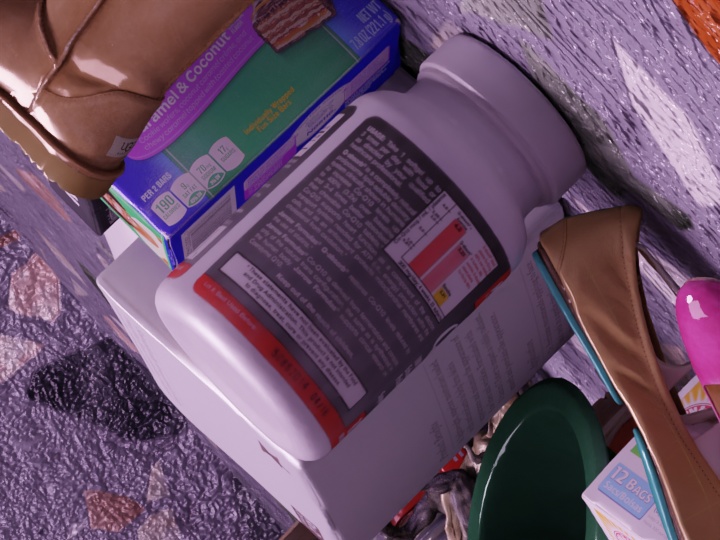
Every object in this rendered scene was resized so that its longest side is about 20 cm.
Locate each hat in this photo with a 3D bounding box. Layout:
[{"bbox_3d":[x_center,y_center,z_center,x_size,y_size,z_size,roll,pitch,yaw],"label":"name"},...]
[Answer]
[{"bbox_3d":[0.168,0.160,1.650,0.200,0.176,0.166,123,146,-48],"label":"hat"}]

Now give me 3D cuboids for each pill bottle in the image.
[{"bbox_3d":[0.008,-0.014,1.420,0.116,0.200,0.116,45,170,10],"label":"pill bottle"}]

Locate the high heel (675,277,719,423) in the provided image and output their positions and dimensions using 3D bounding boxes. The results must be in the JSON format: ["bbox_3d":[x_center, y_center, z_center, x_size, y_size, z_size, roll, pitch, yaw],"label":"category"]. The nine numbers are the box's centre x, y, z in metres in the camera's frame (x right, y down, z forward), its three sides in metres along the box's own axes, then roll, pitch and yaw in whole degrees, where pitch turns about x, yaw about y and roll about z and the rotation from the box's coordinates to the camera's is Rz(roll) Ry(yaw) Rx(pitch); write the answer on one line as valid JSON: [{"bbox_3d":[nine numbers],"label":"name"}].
[{"bbox_3d":[0.187,0.090,1.357,0.067,0.096,0.200,6,147,36],"label":"high heel"}]

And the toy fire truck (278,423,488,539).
[{"bbox_3d":[0.046,0.173,1.973,0.176,0.200,0.129,50,172,14],"label":"toy fire truck"}]

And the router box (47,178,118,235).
[{"bbox_3d":[-0.124,-0.109,1.738,0.051,0.149,0.200,45,171,9],"label":"router box"}]

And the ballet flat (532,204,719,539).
[{"bbox_3d":[0.149,0.061,1.404,0.200,0.063,0.069,65,-174,0],"label":"ballet flat"}]

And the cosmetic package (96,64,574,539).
[{"bbox_3d":[-0.006,0.017,1.598,0.165,0.200,0.165,42,169,22],"label":"cosmetic package"}]

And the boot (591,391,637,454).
[{"bbox_3d":[0.195,0.159,1.725,0.107,0.075,0.200,33,163,36],"label":"boot"}]

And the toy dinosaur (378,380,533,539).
[{"bbox_3d":[0.056,0.147,1.880,0.088,0.201,0.047,7,-157,-16],"label":"toy dinosaur"}]

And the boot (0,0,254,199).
[{"bbox_3d":[-0.125,-0.160,1.411,0.175,0.200,0.066,41,-159,9],"label":"boot"}]

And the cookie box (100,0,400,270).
[{"bbox_3d":[-0.107,-0.129,1.525,0.200,0.171,0.075,44,168,12],"label":"cookie box"}]

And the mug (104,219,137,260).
[{"bbox_3d":[-0.126,-0.060,1.979,0.186,0.149,0.153,19,144,56],"label":"mug"}]

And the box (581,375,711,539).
[{"bbox_3d":[0.215,0.158,1.537,0.112,0.101,0.200,36,166,41],"label":"box"}]
